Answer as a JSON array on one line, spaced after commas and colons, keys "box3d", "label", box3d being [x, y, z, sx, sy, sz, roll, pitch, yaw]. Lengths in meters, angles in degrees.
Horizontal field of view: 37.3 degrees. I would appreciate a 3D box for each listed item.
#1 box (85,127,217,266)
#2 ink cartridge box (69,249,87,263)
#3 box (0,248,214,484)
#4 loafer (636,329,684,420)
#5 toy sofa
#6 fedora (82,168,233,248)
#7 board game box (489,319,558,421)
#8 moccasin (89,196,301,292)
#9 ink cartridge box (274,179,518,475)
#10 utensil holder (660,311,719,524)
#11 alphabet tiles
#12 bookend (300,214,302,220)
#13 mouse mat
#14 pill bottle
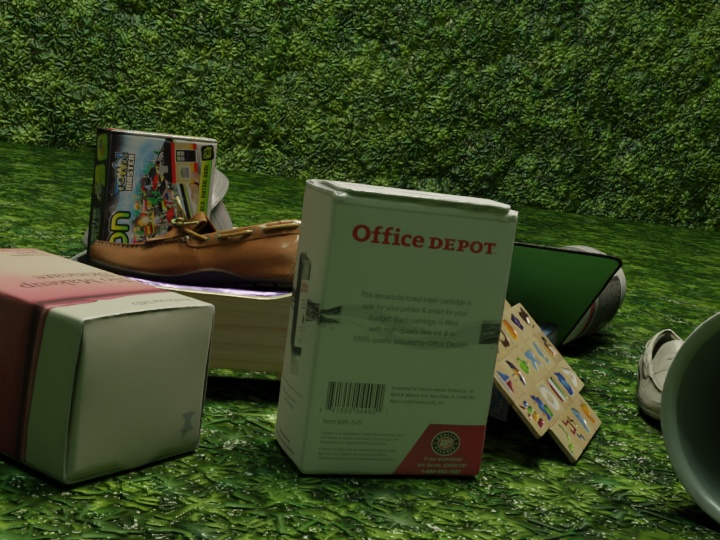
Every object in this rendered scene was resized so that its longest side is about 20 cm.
[{"box3d": [-0.198, -0.027, 0.995, 0.109, 0.202, 0.035, 0, 10, -37], "label": "box"}, {"box3d": [-0.239, -0.026, 1.114, 0.199, 0.039, 0.099, -29, 6, -5], "label": "ink cartridge box"}, {"box3d": [-0.220, 0.057, 0.751, 0.199, 0.110, 0.127, 14, 10, 32], "label": "box"}, {"box3d": [0.311, 0.105, 1.062, 0.069, 0.071, 0.200, 9, 9, 4], "label": "loafer"}, {"box3d": [-0.138, 0.050, 0.906, 0.198, 0.099, 0.083, 5, 10, -16], "label": "toy sofa"}, {"box3d": [-0.236, -0.048, 1.327, 0.198, 0.091, 0.177, -15, 30, 26], "label": "fedora"}, {"box3d": [0.096, 0.082, 1.035, 0.198, 0.062, 0.200, 9, 9, 6], "label": "board game box"}, {"box3d": [-0.137, -0.019, 0.924, 0.199, 0.079, 0.074, -3, -14, 14], "label": "moccasin"}, {"box3d": [0.023, 0.041, 0.785, 0.144, 0.202, 0.085, 5, 10, -21], "label": "ink cartridge box"}, {"box3d": [0.346, 0.104, 0.803, 0.169, 0.172, 0.199, 16, 10, 39], "label": "utensil holder"}, {"box3d": [0.145, 0.082, 0.927, 0.167, 0.006, 0.200, 52, 21, 9], "label": "alphabet tiles"}, {"box3d": [0.000, 0.000, 1.022, 0.198, 0.093, 0.199, 13, 25, 43], "label": "bookend"}, {"box3d": [0.167, 0.033, 1.128, 0.159, 0.201, 0.008, 7, 53, -12], "label": "mouse mat"}, {"box3d": [0.262, 0.028, 1.340, 0.115, 0.117, 0.199, 13, 10, 29], "label": "pill bottle"}]
